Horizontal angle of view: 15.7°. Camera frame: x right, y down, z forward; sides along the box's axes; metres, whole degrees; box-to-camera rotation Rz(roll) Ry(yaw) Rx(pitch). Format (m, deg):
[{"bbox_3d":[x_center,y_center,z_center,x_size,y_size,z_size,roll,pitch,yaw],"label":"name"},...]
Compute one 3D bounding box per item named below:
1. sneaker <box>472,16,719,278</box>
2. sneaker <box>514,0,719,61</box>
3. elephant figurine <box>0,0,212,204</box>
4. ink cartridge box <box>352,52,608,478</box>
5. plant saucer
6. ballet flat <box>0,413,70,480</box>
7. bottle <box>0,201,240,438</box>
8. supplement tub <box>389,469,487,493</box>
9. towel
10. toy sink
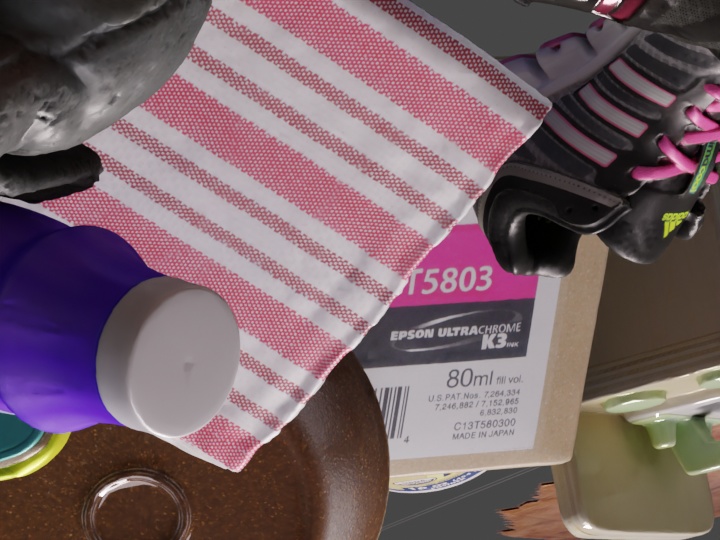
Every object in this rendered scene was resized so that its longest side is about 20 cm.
[{"bbox_3d":[0.111,-0.050,0.942,0.074,0.088,0.200,1,163,-46],"label":"sneaker"},{"bbox_3d":[0.082,-0.105,0.757,0.084,0.077,0.200,-22,123,40],"label":"sneaker"},{"bbox_3d":[-0.132,-0.079,0.781,0.155,0.142,0.200,39,164,-10],"label":"elephant figurine"},{"bbox_3d":[0.000,0.000,1.068,0.200,0.165,0.075,-4,-155,-26],"label":"ink cartridge box"},{"bbox_3d":[-0.087,0.088,1.006,0.200,0.201,0.037,-9,-157,-1],"label":"plant saucer"},{"bbox_3d":[-0.198,0.061,0.926,0.200,0.067,0.067,-8,179,1],"label":"ballet flat"},{"bbox_3d":[-0.124,0.009,0.831,0.200,0.065,0.084,14,175,40],"label":"bottle"},{"bbox_3d":[0.010,0.028,1.263,0.144,0.144,0.200,-12,167,11],"label":"supplement tub"},{"bbox_3d":[-0.049,-0.030,0.906,0.146,0.030,0.200,33,118,-15],"label":"towel"},{"bbox_3d":[0.151,0.012,1.173,0.112,0.200,0.130,-17,165,32],"label":"toy sink"}]
